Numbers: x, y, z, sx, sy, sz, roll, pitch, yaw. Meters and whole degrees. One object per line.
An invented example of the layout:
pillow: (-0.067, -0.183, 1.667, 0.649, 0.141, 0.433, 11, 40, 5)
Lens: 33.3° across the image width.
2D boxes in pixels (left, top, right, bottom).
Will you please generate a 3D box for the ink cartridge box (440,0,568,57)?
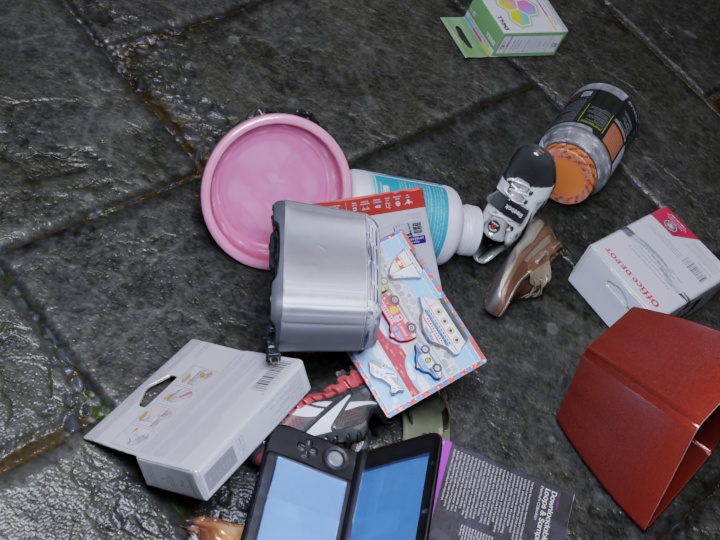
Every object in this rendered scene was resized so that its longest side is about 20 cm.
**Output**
ink cartridge box: (0.247, -0.423, 2.066, 0.197, 0.060, 0.105, -8, 56, -31)

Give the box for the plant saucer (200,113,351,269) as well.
plant saucer: (-0.111, -0.104, 1.559, 0.197, 0.204, 0.051, 9, 13, -18)

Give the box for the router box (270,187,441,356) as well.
router box: (0.000, 0.000, 1.524, 0.197, 0.049, 0.183, -10, 86, -21)

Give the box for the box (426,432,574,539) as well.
box: (0.144, 0.294, 1.406, 0.197, 0.036, 0.145, 23, 61, -5)

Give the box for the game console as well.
game console: (-0.023, 0.248, 1.258, 0.170, 0.119, 0.202, 22, 49, -10)

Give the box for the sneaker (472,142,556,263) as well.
sneaker: (0.208, -0.083, 1.661, 0.073, 0.201, 0.089, 30, 46, 9)

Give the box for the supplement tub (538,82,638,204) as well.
supplement tub: (0.349, -0.196, 1.879, 0.122, 0.123, 0.200, 35, 46, 6)

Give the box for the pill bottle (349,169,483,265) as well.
pill bottle: (0.065, -0.068, 1.643, 0.197, 0.111, 0.112, 9, 49, -18)

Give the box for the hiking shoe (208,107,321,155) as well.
hiking shoe: (-0.123, -0.176, 1.665, 0.199, 0.100, 0.077, 7, 66, -57)

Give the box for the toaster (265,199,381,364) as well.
toaster: (-0.043, 0.015, 1.390, 0.127, 0.114, 0.203, 3, 55, -6)

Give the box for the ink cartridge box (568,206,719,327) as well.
ink cartridge box: (0.422, 0.009, 1.766, 0.198, 0.084, 0.146, -24, 65, -37)

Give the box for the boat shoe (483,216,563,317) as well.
boat shoe: (0.235, 0.000, 1.694, 0.071, 0.076, 0.201, 34, 48, 3)

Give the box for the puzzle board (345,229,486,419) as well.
puzzle board: (0.043, 0.059, 1.463, 0.149, 0.017, 0.202, -26, 74, -21)

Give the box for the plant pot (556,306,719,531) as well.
plant pot: (0.370, 0.168, 1.545, 0.175, 0.202, 0.199, 35, 44, 25)

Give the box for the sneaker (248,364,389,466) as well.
sneaker: (-0.043, 0.187, 1.403, 0.199, 0.071, 0.098, -24, 62, -39)

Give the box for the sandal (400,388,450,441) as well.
sandal: (0.082, 0.166, 1.488, 0.078, 0.058, 0.203, 4, 52, -20)

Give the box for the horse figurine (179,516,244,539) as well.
horse figurine: (-0.086, 0.309, 1.295, 0.197, 0.050, 0.134, -12, 63, -31)

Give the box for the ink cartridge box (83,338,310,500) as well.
ink cartridge box: (-0.180, 0.161, 1.353, 0.174, 0.045, 0.200, 7, 36, 36)
